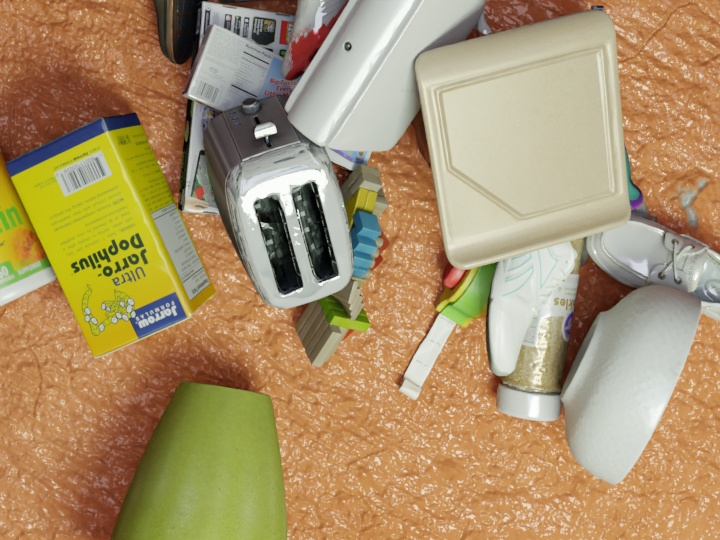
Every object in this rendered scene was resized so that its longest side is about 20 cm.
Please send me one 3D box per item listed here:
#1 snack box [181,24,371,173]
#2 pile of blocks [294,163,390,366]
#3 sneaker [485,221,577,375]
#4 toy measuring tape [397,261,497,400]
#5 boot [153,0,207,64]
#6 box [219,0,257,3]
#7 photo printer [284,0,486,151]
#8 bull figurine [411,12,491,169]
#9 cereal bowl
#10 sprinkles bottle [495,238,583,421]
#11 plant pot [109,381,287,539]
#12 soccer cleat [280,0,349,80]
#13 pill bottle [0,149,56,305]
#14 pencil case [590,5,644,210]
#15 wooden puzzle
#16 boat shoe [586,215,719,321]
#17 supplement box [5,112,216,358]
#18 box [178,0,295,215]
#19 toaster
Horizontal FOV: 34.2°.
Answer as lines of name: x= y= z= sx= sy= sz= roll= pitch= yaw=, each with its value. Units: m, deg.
snack box: x=-0.071 y=-0.163 z=1.137 sx=0.198 sy=0.024 sz=0.073 roll=22 pitch=87 yaw=-26
pile of blocks: x=0.000 y=0.000 z=1.170 sx=0.061 sy=0.082 sz=0.203 roll=12 pitch=99 yaw=-34
sneaker: x=0.164 y=0.003 z=1.114 sx=0.079 sy=0.070 sz=0.204 roll=11 pitch=85 yaw=4
toy measuring tape: x=0.099 y=0.045 z=1.184 sx=0.073 sy=0.074 sz=0.202 roll=30 pitch=93 yaw=-6
boot: x=-0.204 y=-0.307 z=1.146 sx=0.096 sy=0.075 sz=0.203 roll=9 pitch=105 yaw=20
box: x=-0.047 y=-0.324 z=1.123 sx=0.197 sy=0.101 sz=0.114 roll=-4 pitch=95 yaw=-3
photo printer: x=0.033 y=-0.204 z=1.052 sx=0.069 sy=0.166 sz=0.201 roll=39 pitch=108 yaw=16
bull figurine: x=0.120 y=-0.182 z=1.129 sx=0.199 sy=0.065 sz=0.123 roll=-38 pitch=70 yaw=29
cereal bowl: x=0.251 y=0.100 z=1.140 sx=0.082 sy=0.200 sz=0.202 roll=26 pitch=93 yaw=7
sprinkles bottle: x=0.183 y=0.048 z=1.190 sx=0.067 sy=0.068 sz=0.203 roll=7 pitch=95 yaw=-4
plant pot: x=-0.148 y=0.216 z=1.147 sx=0.184 sy=0.187 sz=0.203 roll=9 pitch=80 yaw=-4
soccer cleat: x=-0.029 y=-0.265 z=1.048 sx=0.085 sy=0.069 sz=0.201 roll=35 pitch=114 yaw=1
pill bottle: x=-0.381 y=-0.062 z=1.123 sx=0.110 sy=0.111 sz=0.202 roll=-24 pitch=96 yaw=-1
pencil case: x=0.222 y=-0.153 z=1.165 sx=0.092 sy=0.085 sz=0.203 roll=-20 pitch=99 yaw=-37
wooden puzzle: x=0.149 y=-0.118 z=1.059 sx=0.182 sy=0.037 sz=0.203 roll=-15 pitch=112 yaw=-7
boat shoe: x=0.325 y=-0.005 z=1.182 sx=0.198 sy=0.069 sz=0.072 roll=21 pitch=85 yaw=-13
supplement box: x=-0.236 y=-0.037 z=1.129 sx=0.108 sy=0.109 sz=0.202 roll=-23 pitch=96 yaw=9
box: x=-0.116 y=-0.154 z=1.157 sx=0.108 sy=0.035 sz=0.203 roll=5 pitch=95 yaw=-19
toaster: x=-0.073 y=-0.054 z=1.089 sx=0.112 sy=0.129 sz=0.202 roll=-16 pitch=119 yaw=-7
